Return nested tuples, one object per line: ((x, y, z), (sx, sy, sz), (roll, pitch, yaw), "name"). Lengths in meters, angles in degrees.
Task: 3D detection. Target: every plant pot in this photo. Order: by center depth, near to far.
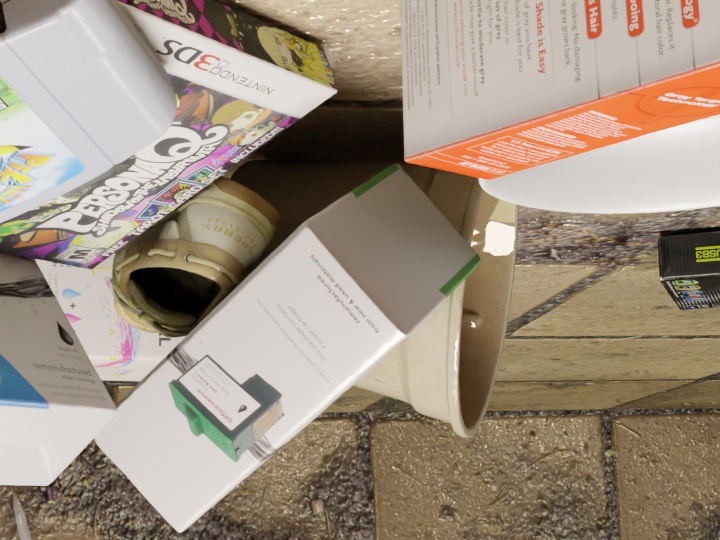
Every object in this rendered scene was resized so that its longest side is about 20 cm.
((0.000, 0.000, 1.008), (0.182, 0.202, 0.200), (8, 172, 14), "plant pot")

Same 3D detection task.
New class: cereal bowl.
((0.159, -0.090, 0.774), (0.199, 0.084, 0.200), (-1, 169, 0), "cereal bowl")

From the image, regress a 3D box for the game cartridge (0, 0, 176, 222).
((-0.187, -0.061, 0.660), (0.199, 0.041, 0.133), (-23, 160, 5), "game cartridge")

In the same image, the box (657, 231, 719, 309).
((0.381, -0.003, 1.365), (0.192, 0.048, 0.200), (-2, 170, 17), "box")

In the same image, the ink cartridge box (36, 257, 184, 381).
((-0.199, 0.015, 1.154), (0.199, 0.129, 0.125), (2, 168, -24), "ink cartridge box")

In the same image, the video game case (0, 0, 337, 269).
((-0.139, -0.073, 0.764), (0.200, 0.036, 0.181), (-32, 155, 25), "video game case")

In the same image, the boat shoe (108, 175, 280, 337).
((-0.113, 0.006, 0.905), (0.073, 0.063, 0.200), (33, 151, -18), "boat shoe")

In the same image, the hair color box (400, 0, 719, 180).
((0.105, -0.109, 0.621), (0.061, 0.102, 0.199), (9, 166, -41), "hair color box")

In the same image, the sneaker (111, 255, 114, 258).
((-0.155, -0.053, 0.981), (0.080, 0.077, 0.200), (-16, 171, 11), "sneaker")

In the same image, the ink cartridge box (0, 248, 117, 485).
((-0.230, 0.017, 0.803), (0.068, 0.200, 0.116), (-46, 151, 19), "ink cartridge box")

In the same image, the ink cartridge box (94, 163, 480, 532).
((-0.043, 0.044, 0.861), (0.200, 0.084, 0.146), (-43, 178, 28), "ink cartridge box")
